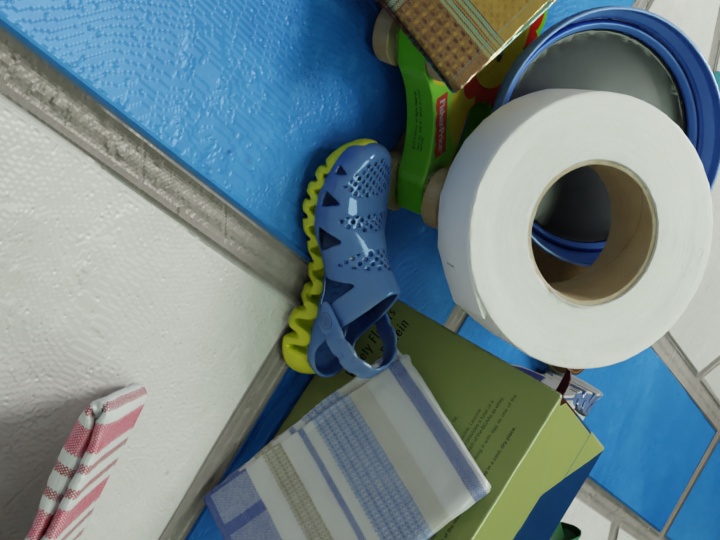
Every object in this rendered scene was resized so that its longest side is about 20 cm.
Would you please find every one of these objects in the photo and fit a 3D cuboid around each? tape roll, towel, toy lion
[{"bbox_3d":[0.159,-0.032,0.899,0.199,0.071,0.206,-3,101,-16],"label":"tape roll"},{"bbox_3d":[-0.013,0.167,0.913,0.199,0.147,0.024,-36,144,0],"label":"towel"},{"bbox_3d":[0.086,-0.240,0.849,0.200,0.022,0.147,-45,100,-20],"label":"towel"},{"bbox_3d":[0.088,-0.160,0.949,0.191,0.068,0.203,-38,139,-42],"label":"toy lion"},{"bbox_3d":[-0.196,0.163,0.758,0.202,0.030,0.146,-64,-178,-3],"label":"towel"}]

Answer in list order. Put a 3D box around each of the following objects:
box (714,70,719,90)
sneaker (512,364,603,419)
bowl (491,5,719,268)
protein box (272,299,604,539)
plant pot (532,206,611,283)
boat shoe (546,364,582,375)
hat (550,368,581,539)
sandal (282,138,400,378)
[{"bbox_3d":[0.352,-0.128,1.309,0.199,0.049,0.083,-40,140,-28],"label":"box"},{"bbox_3d":[0.183,0.167,1.265,0.198,0.080,0.117,11,102,-56],"label":"sneaker"},{"bbox_3d":[0.192,-0.104,0.954,0.197,0.039,0.204,-3,100,-15],"label":"bowl"},{"bbox_3d":[0.054,0.161,0.990,0.200,0.199,0.135,-56,145,-8],"label":"protein box"},{"bbox_3d":[0.211,-0.077,1.073,0.185,0.184,0.204,1,100,-52],"label":"plant pot"},{"bbox_3d":[0.224,0.038,1.241,0.072,0.067,0.202,-38,139,-30],"label":"boat shoe"},{"bbox_3d":[0.137,0.185,1.206,0.165,0.197,0.179,-3,86,-70],"label":"hat"},{"bbox_3d":[0.000,0.000,0.915,0.079,0.087,0.203,-18,124,-42],"label":"sandal"}]
